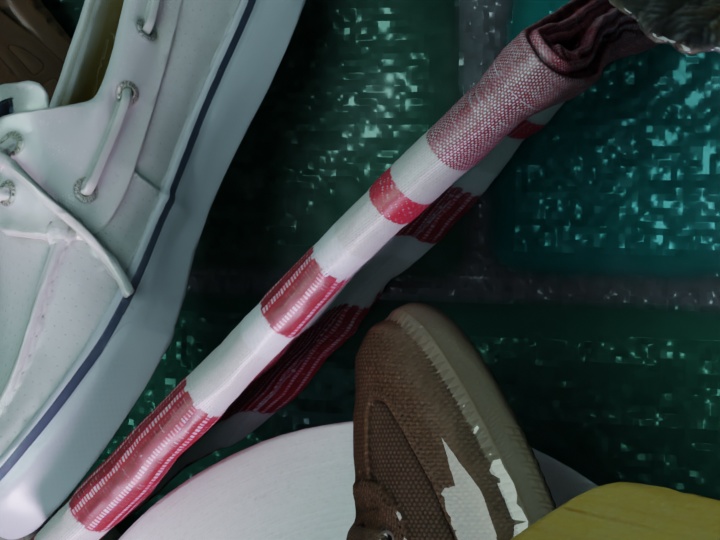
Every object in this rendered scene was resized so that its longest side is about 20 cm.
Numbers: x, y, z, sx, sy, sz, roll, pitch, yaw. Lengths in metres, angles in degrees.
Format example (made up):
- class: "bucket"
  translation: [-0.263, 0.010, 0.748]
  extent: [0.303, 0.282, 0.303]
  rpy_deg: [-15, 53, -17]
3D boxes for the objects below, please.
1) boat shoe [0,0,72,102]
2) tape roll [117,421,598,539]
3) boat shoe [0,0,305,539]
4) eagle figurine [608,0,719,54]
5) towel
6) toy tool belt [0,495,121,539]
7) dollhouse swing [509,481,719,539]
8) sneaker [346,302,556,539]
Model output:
- class: "boat shoe"
  translation: [-0.137, -0.061, 0.839]
  extent: [0.072, 0.072, 0.201]
  rpy_deg: [-22, 91, 57]
- class: "tape roll"
  translation: [0.007, 0.140, 0.724]
  extent: [0.202, 0.037, 0.204]
  rpy_deg: [0, 86, 1]
- class: "boat shoe"
  translation: [-0.087, -0.029, 0.742]
  extent: [0.075, 0.086, 0.202]
  rpy_deg: [-14, 48, 59]
- class: "eagle figurine"
  translation: [0.120, -0.058, 0.615]
  extent: [0.151, 0.151, 0.201]
  rpy_deg: [-39, 48, 44]
- class: "towel"
  translation: [0.000, 0.000, 0.715]
  extent: [0.023, 0.144, 0.200]
  rpy_deg: [46, 111, 3]
- class: "toy tool belt"
  translation: [-0.100, 0.162, 0.803]
  extent: [0.125, 0.123, 0.201]
  rpy_deg: [-22, 86, -7]
- class: "dollhouse swing"
  translation: [0.122, 0.118, 0.599]
  extent: [0.181, 0.176, 0.200]
  rpy_deg: [12, 133, 29]
- class: "sneaker"
  translation: [0.021, 0.111, 0.668]
  extent: [0.075, 0.070, 0.201]
  rpy_deg: [-17, 87, -11]
